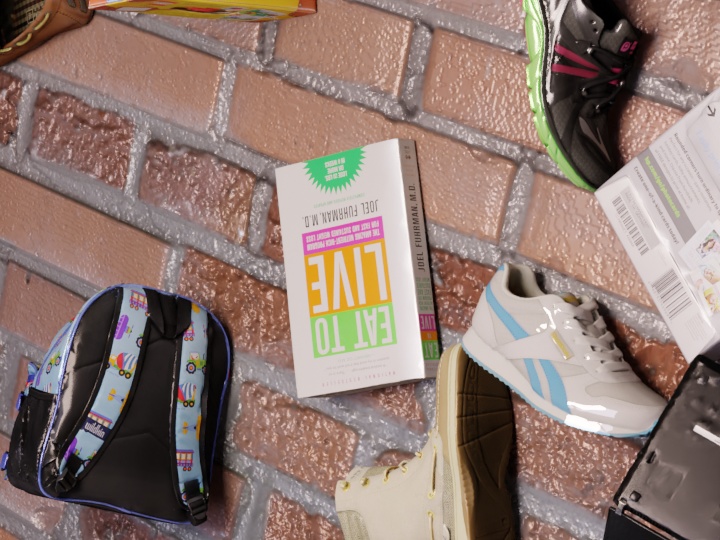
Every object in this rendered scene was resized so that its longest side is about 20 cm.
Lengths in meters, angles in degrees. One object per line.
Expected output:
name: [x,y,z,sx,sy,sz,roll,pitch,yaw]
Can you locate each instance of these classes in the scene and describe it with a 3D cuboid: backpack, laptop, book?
backpack: [-0.214,0.115,1.978,0.134,0.182,0.201,0,77,59]
laptop: [0.279,0.196,1.615,0.177,0.103,0.200,29,85,24]
book: [0.000,0.000,1.868,0.133,0.048,0.201,-13,81,38]

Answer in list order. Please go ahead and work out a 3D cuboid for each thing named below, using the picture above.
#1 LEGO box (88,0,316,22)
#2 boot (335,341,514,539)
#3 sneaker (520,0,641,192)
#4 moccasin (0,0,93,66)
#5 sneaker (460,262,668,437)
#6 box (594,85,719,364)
LEGO box: [-0.135,-0.292,1.872,0.077,0.200,0.149,-4,89,43]
boot: [0.049,0.158,1.808,0.154,0.072,0.201,-3,90,45]
sneaker: [0.172,-0.157,1.679,0.084,0.077,0.201,-5,101,23]
moccasin: [-0.348,-0.238,2.148,0.201,0.078,0.074,-7,87,42]
sneaker: [0.161,0.064,1.696,0.200,0.076,0.081,33,112,38]
box: [0.281,-0.050,1.609,0.200,0.041,0.156,-43,65,36]
